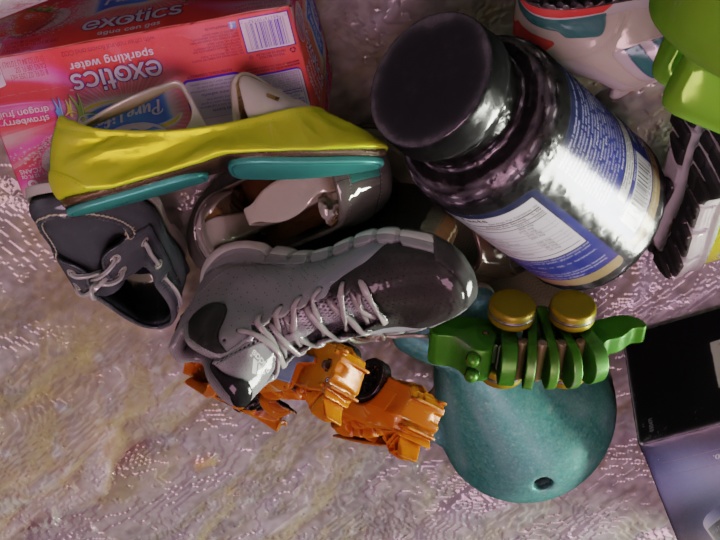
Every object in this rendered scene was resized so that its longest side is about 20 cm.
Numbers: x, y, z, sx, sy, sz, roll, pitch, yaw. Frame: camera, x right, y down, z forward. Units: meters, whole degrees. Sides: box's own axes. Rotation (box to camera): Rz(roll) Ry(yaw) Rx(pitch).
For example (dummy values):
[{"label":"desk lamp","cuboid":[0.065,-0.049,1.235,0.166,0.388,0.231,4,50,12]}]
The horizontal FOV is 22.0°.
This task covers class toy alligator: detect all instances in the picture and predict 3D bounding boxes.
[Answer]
[{"label":"toy alligator","cuboid":[0.086,0.051,1.164,0.197,0.055,0.060,0,127,-7]}]

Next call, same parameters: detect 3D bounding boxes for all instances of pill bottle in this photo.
[{"label":"pill bottle","cuboid":[0.095,-0.073,1.124,0.111,0.113,0.200,-31,142,22]}]

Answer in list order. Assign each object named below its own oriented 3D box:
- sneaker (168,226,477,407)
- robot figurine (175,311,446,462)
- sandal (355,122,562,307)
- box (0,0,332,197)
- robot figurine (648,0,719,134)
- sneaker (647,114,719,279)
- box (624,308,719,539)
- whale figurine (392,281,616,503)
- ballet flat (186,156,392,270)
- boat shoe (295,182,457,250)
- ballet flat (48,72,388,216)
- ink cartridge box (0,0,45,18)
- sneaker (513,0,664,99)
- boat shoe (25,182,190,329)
[{"label":"sneaker","cuboid":[-0.031,0.039,1.104,0.198,0.116,0.075,-4,128,35]},{"label":"robot figurine","cuboid":[-0.044,0.075,1.240,0.144,0.059,0.199,30,166,-35]},{"label":"sandal","cuboid":[0.058,-0.022,1.234,0.200,0.058,0.080,29,122,-17]},{"label":"box","cuboid":[-0.123,-0.125,1.145,0.198,0.095,0.103,-10,124,9]},{"label":"robot figurine","cuboid":[0.233,-0.171,1.008,0.115,0.176,0.201,21,117,-9]},{"label":"sneaker","cuboid":[0.243,-0.072,1.166,0.089,0.079,0.201,-13,155,-18]},{"label":"box","cuboid":[0.309,0.128,1.293,0.198,0.124,0.199,-17,125,14]},{"label":"whale figurine","cuboid":[0.098,0.087,1.259,0.158,0.105,0.200,-24,140,16]},{"label":"ballet flat","cuboid":[-0.064,-0.039,1.186,0.199,0.063,0.068,-21,89,43]},{"label":"boat shoe","cuboid":[0.000,0.000,1.210,0.074,0.076,0.199,44,149,-20]},{"label":"ballet flat","cuboid":[-0.084,-0.079,1.077,0.197,0.067,0.068,-9,85,-3]},{"label":"ink cartridge box","cuboid":[-0.238,-0.197,1.028,0.067,0.115,0.202,-16,92,24]},{"label":"sneaker","cuboid":[0.188,-0.151,1.143,0.197,0.071,0.094,1,145,-3]},{"label":"boat shoe","cuboid":[-0.156,-0.010,1.182,0.072,0.063,0.200,-6,165,11]}]
